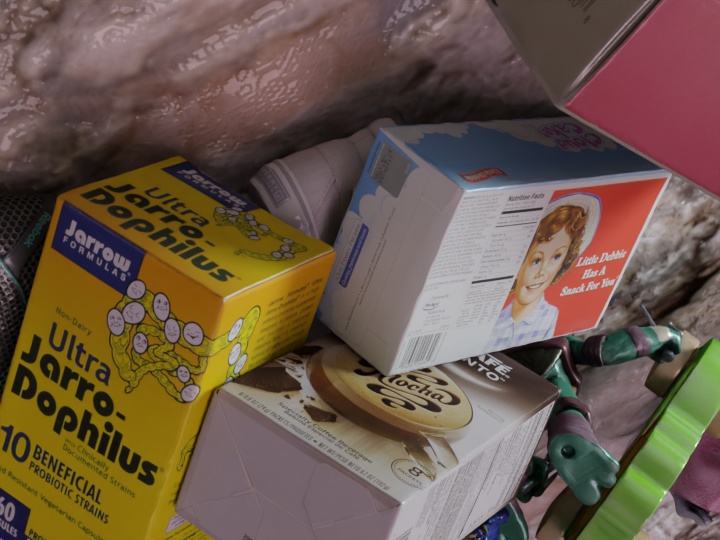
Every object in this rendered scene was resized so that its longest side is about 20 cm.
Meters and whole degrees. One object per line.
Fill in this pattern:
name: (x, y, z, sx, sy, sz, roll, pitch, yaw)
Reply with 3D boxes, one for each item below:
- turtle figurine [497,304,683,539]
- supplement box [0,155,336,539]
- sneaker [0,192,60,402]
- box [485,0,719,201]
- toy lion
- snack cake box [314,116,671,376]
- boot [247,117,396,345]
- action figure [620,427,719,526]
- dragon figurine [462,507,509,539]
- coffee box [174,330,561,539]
turtle figurine: (0.121, 0.084, 1.085, 0.100, 0.200, 0.150, 34, 119, -4)
supplement box: (-0.110, 0.060, 0.908, 0.109, 0.108, 0.202, -26, 141, -58)
sneaker: (-0.186, 0.037, 0.944, 0.090, 0.078, 0.201, -10, 139, -24)
box: (0.174, -0.125, 0.912, 0.199, 0.128, 0.109, 22, 120, -41)
toy lion: (0.174, 0.128, 1.081, 0.201, 0.068, 0.192, -54, 171, -2)
snack cake box: (0.076, -0.019, 0.960, 0.199, 0.067, 0.116, -8, 128, -48)
boot: (0.000, 0.000, 0.999, 0.095, 0.074, 0.201, -25, 145, -12)
action figure: (0.284, 0.077, 1.221, 0.148, 0.134, 0.202, 23, 117, 7)
dragon figurine: (-0.003, 0.157, 0.963, 0.199, 0.099, 0.060, -5, 102, -44)
coffee box: (0.010, 0.093, 0.916, 0.200, 0.112, 0.080, -24, 140, -59)
